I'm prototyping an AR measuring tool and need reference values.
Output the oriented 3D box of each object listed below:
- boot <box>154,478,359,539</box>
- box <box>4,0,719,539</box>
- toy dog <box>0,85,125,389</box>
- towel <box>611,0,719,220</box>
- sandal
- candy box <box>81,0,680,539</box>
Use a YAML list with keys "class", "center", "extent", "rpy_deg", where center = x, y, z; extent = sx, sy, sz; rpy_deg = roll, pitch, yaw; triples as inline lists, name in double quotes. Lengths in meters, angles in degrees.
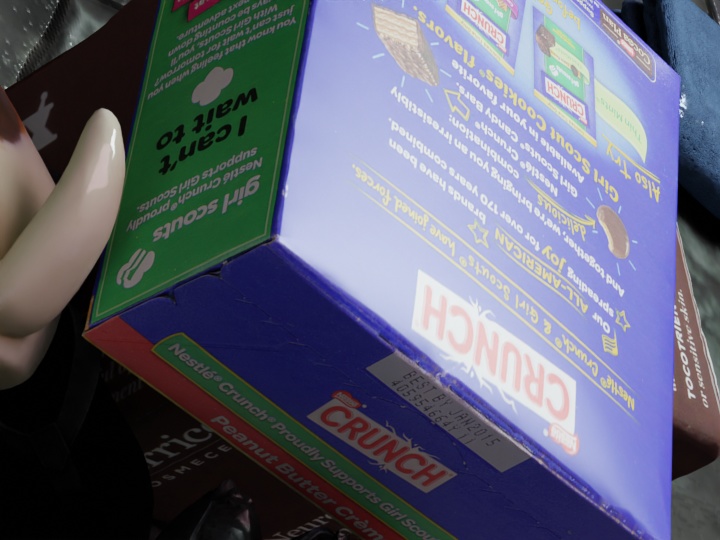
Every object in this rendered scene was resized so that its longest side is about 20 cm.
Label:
- class: "boot"
  center: [-0.103, 0.116, 0.787]
  extent: [0.200, 0.168, 0.076]
  rpy_deg: [3, 64, -56]
- class: "box"
  center: [0.000, 0.000, 1.055]
  extent: [0.200, 0.166, 0.164]
  rpy_deg: [26, 45, -44]
- class: "toy dog"
  center: [-0.155, -0.056, 0.845]
  extent: [0.139, 0.194, 0.200]
  rpy_deg: [18, 58, -39]
- class: "towel"
  center: [0.205, -0.062, 1.558]
  extent: [0.200, 0.049, 0.112]
  rpy_deg: [38, 36, -36]
- class: "sandal"
  center: [-0.114, 0.029, 0.931]
  extent: [0.076, 0.043, 0.200]
  rpy_deg: [-6, 44, -13]
- class: "candy box"
  center: [0.016, -0.022, 0.865]
  extent: [0.169, 0.077, 0.200]
  rpy_deg: [40, 38, -30]
